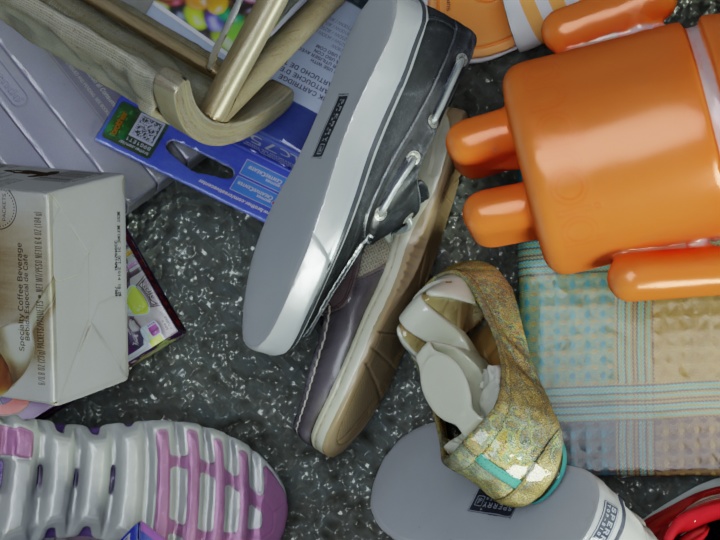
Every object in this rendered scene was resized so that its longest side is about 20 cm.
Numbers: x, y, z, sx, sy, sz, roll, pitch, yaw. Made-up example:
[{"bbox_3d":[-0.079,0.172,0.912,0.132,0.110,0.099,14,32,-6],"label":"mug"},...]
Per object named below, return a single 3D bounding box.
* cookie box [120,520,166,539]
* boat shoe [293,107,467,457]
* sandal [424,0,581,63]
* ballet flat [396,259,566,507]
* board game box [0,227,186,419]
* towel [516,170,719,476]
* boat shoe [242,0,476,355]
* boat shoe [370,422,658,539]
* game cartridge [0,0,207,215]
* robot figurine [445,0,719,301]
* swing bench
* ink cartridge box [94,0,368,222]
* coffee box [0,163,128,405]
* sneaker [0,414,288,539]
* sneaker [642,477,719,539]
[{"bbox_3d":[-0.116,0.259,1.510,0.171,0.075,0.200,41,101,-16],"label":"cookie box"},{"bbox_3d":[0.000,0.000,1.567,0.065,0.072,0.200,19,84,14],"label":"boat shoe"},{"bbox_3d":[0.127,-0.177,1.558,0.207,0.059,0.079,-28,109,4],"label":"sandal"},{"bbox_3d":[0.052,0.045,1.497,0.071,0.200,0.071,-6,124,-10],"label":"ballet flat"},{"bbox_3d":[-0.197,-0.020,1.614,0.120,0.032,0.200,-32,82,7],"label":"board game box"},{"bbox_3d":[0.157,0.011,1.563,0.147,0.022,0.200,0,82,7],"label":"towel"},{"bbox_3d":[0.002,-0.043,1.511,0.068,0.072,0.200,24,85,-23],"label":"boat shoe"},{"bbox_3d":[0.081,0.127,1.508,0.066,0.200,0.072,36,72,-30],"label":"boat shoe"},{"bbox_3d":[-0.170,-0.121,1.595,0.130,0.038,0.200,-36,84,-20],"label":"game cartridge"},{"bbox_3d":[0.148,-0.064,1.506,0.200,0.117,0.144,-15,42,5],"label":"robot figurine"},{"bbox_3d":[-0.104,-0.183,1.509,0.199,0.130,0.200,32,80,21],"label":"swing bench"},{"bbox_3d":[-0.048,-0.134,1.574,0.119,0.042,0.200,27,75,9],"label":"ink cartridge box"},{"bbox_3d":[-0.228,0.001,1.547,0.200,0.080,0.114,5,102,26],"label":"coffee box"},{"bbox_3d":[-0.140,0.116,1.572,0.200,0.088,0.081,9,85,-14],"label":"sneaker"},{"bbox_3d":[0.128,0.167,1.510,0.200,0.116,0.078,-36,81,1],"label":"sneaker"}]
